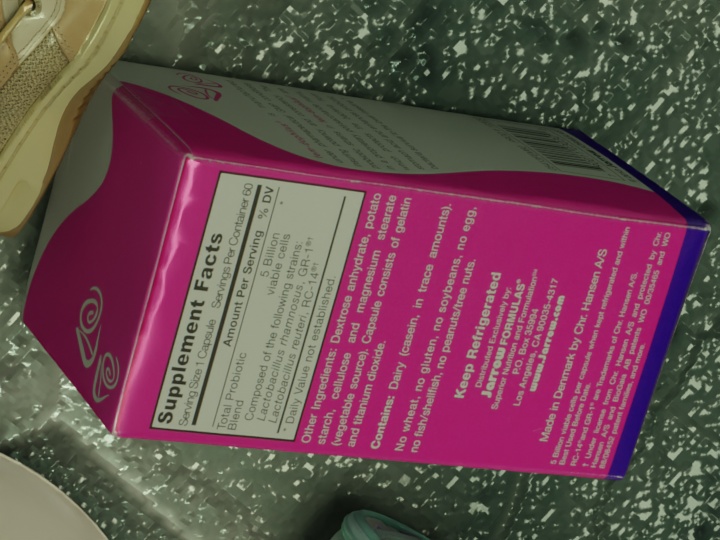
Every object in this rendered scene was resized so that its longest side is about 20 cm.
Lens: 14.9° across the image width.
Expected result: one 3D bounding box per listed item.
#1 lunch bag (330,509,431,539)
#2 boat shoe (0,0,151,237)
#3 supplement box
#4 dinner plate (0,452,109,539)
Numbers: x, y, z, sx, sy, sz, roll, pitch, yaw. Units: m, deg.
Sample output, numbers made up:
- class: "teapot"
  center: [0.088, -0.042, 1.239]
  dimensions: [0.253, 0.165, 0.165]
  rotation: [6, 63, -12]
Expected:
- class: "lunch bag"
  center: [0.061, 0.170, 1.009]
  dimensions: [0.200, 0.160, 0.077]
  rotation: [33, 103, -33]
- class: "boat shoe"
  center: [-0.104, -0.092, 0.862]
  dimensions: [0.064, 0.071, 0.200]
  rotation: [20, 127, -16]
- class: "supplement box"
  center: [0.000, 0.000, 0.936]
  dimensions: [0.200, 0.101, 0.104]
  rotation: [8, 108, -28]
- class: "dinner plate"
  center: [-0.165, 0.150, 0.927]
  dimensions: [0.200, 0.024, 0.201]
  rotation: [1, 74, -4]
